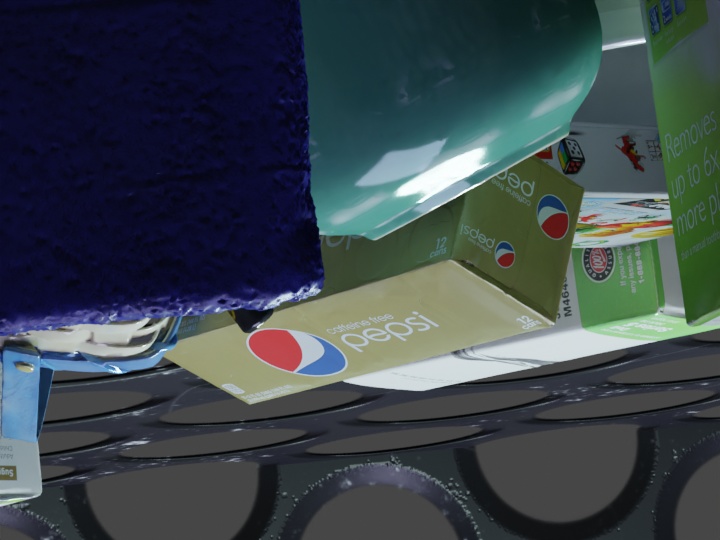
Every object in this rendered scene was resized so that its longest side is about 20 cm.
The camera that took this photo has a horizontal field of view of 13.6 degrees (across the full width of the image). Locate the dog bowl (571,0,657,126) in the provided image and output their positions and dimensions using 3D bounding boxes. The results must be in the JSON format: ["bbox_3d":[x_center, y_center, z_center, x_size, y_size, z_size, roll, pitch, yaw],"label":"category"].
[{"bbox_3d":[0.122,-0.114,1.288,0.199,0.079,0.200,-7,170,-1],"label":"dog bowl"}]

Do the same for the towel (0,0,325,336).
[{"bbox_3d":[-0.091,-0.081,0.963,0.147,0.201,0.050,-5,179,-4],"label":"towel"}]

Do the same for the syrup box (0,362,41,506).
[{"bbox_3d":[-0.216,0.019,1.459,0.078,0.201,0.081,-16,166,42],"label":"syrup box"}]

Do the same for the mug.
[{"bbox_3d":[0.003,-0.075,1.153,0.185,0.115,0.152,-29,-179,31],"label":"mug"}]

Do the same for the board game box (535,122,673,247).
[{"bbox_3d":[0.098,-0.037,1.379,0.199,0.035,0.126,0,170,-44],"label":"board game box"}]

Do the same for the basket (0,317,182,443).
[{"bbox_3d":[-0.133,-0.035,1.321,0.138,0.177,0.200,7,157,1],"label":"basket"}]

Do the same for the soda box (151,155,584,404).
[{"bbox_3d":[0.000,0.000,1.286,0.064,0.068,0.199,31,150,-32],"label":"soda box"}]

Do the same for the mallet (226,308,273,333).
[{"bbox_3d":[-0.106,-0.056,1.196,0.041,0.200,0.066,-40,-169,-16],"label":"mallet"}]

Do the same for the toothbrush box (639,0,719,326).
[{"bbox_3d":[0.166,-0.092,1.081,0.086,0.201,0.146,-3,170,-17],"label":"toothbrush box"}]

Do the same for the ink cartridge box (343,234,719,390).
[{"bbox_3d":[0.081,-0.026,1.574,0.199,0.146,0.084,-14,168,33],"label":"ink cartridge box"}]
